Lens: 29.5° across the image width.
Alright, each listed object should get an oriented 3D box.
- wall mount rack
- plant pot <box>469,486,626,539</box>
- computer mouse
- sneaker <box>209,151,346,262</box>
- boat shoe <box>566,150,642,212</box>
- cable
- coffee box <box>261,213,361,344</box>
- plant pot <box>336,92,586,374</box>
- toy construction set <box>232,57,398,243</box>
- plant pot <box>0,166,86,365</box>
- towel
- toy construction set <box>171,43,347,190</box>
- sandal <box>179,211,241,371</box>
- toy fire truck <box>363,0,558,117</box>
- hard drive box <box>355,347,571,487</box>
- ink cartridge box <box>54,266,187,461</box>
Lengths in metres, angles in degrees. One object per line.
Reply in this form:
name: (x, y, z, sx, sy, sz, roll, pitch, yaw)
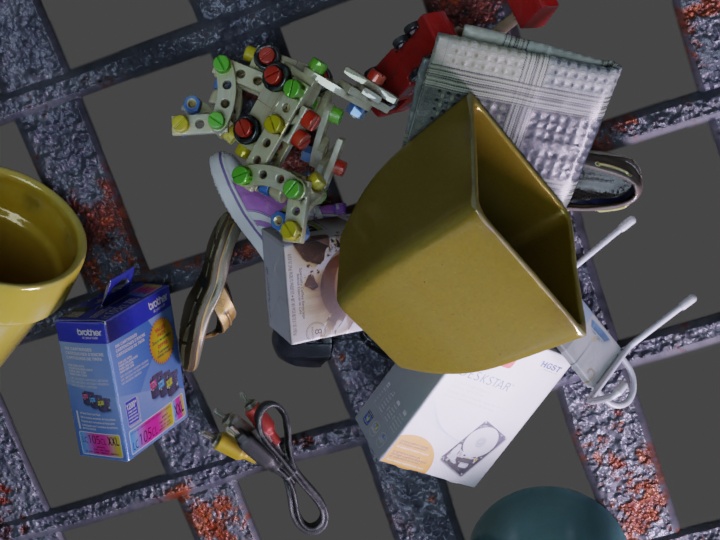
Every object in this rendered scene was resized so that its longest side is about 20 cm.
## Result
wall mount rack: (0.273, 0.046, 1.510, 0.200, 0.174, 0.074, 51, 147, -10)
plant pot: (0.219, 0.379, 1.592, 0.199, 0.161, 0.202, 2, 108, 6)
computer mouse: (-0.028, 0.080, 1.550, 0.199, 0.034, 0.059, -4, 87, 39)
sneaker: (-0.079, -0.069, 1.543, 0.114, 0.073, 0.201, -32, 108, 9)
boat shoe: (0.207, -0.099, 1.492, 0.198, 0.060, 0.073, 5, 109, 6)
cable: (-0.096, 0.229, 1.663, 0.097, 0.050, 0.200, -43, 111, 1)
coffee box: (0.000, 0.000, 1.497, 0.198, 0.080, 0.114, -11, 109, -21)
plant pot: (0.086, -0.014, 1.372, 0.199, 0.196, 0.194, -29, 123, 25)
toy construction set: (-0.056, -0.138, 1.407, 0.131, 0.092, 0.201, 35, 87, 22)
plant pot: (-0.435, 0.013, 1.557, 0.200, 0.201, 0.190, 30, 124, -2)
towel: (0.144, -0.149, 1.405, 0.198, 0.035, 0.194, 10, 125, -10)
toy construction set: (-0.096, -0.170, 1.494, 0.199, 0.092, 0.132, 24, 85, -8)
sandal: (-0.165, 0.030, 1.586, 0.054, 0.080, 0.201, 15, 106, -20)
toy fire truck: (0.101, -0.237, 1.442, 0.200, 0.140, 0.049, -41, 70, 53)
hard drive box: (0.116, 0.132, 1.535, 0.155, 0.077, 0.201, 20, 114, -36)
ink cartridge box: (-0.274, 0.099, 1.576, 0.076, 0.136, 0.202, 0, 108, 26)
